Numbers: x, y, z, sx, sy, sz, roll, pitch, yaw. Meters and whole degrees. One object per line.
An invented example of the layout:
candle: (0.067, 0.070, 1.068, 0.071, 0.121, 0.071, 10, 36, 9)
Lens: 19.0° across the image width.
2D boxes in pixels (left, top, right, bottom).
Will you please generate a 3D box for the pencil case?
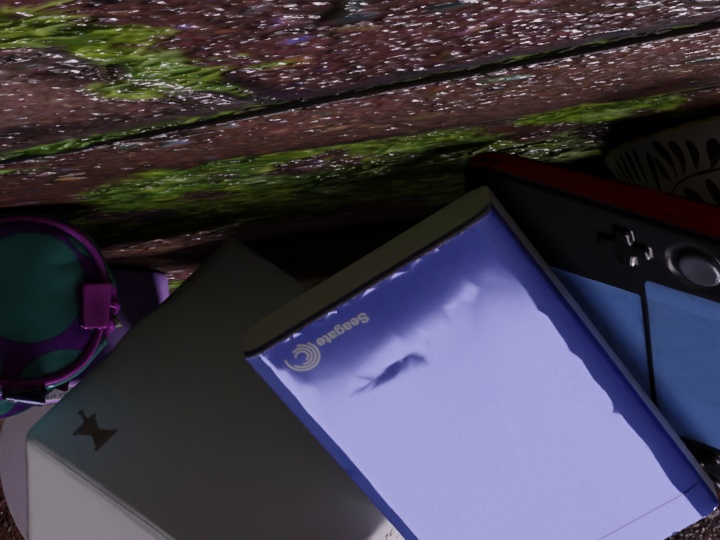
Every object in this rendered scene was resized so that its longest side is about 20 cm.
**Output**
pencil case: (-0.172, 0.027, 1.051, 0.092, 0.086, 0.200, 15, 170, -13)

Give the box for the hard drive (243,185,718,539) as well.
hard drive: (0.058, 0.069, 0.984, 0.131, 0.200, 0.025, -31, -151, 16)

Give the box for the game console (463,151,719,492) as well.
game console: (0.137, 0.034, 0.974, 0.176, 0.031, 0.201, 15, 147, 22)

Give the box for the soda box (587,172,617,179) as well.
soda box: (0.136, -0.008, 1.114, 0.063, 0.071, 0.199, -11, 172, 35)

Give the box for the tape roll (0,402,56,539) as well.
tape roll: (-0.140, 0.127, 1.501, 0.201, 0.204, 0.139, -7, 175, 2)

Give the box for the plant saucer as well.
plant saucer: (0.000, 0.000, 1.260, 0.198, 0.030, 0.200, -7, 174, -1)

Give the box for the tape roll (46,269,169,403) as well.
tape roll: (-0.211, 0.045, 1.289, 0.198, 0.066, 0.200, -6, 174, -1)

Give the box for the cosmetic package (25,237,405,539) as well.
cosmetic package: (-0.061, 0.131, 1.119, 0.167, 0.166, 0.201, -45, 159, -33)

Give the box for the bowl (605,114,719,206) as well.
bowl: (0.216, -0.019, 0.985, 0.199, 0.095, 0.201, -5, 174, -1)
